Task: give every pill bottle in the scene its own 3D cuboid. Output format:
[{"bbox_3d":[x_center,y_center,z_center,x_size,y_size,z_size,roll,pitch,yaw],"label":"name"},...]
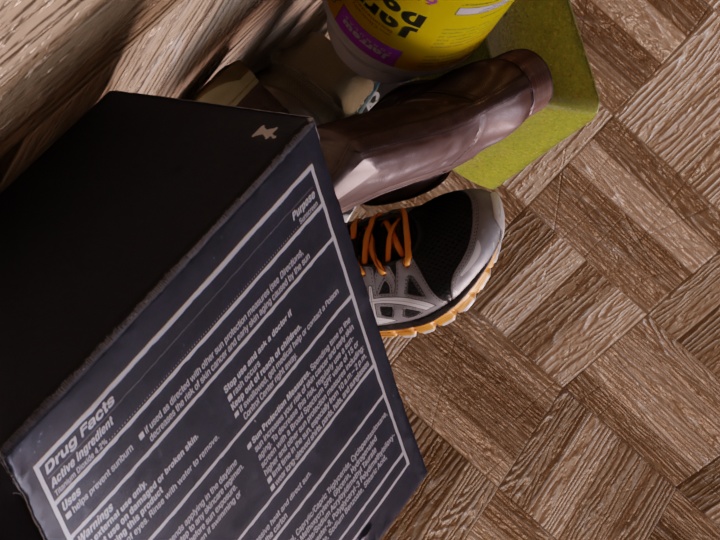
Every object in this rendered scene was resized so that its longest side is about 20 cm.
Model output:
[{"bbox_3d":[0.037,-0.170,0.966,0.104,0.104,0.200,-49,180,-20],"label":"pill bottle"}]

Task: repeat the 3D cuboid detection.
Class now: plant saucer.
[{"bbox_3d":[0.066,-0.163,1.121,0.047,0.202,0.200,-14,173,-17],"label":"plant saucer"}]

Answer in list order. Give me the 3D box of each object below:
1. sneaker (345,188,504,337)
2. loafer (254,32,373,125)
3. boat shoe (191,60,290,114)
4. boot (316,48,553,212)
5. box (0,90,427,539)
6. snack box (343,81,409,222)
[{"bbox_3d":[0.000,0.000,1.099,0.199,0.077,0.079,-27,-132,27],"label":"sneaker"},{"bbox_3d":[-0.033,-0.118,1.156,0.068,0.076,0.200,-53,-175,4],"label":"loafer"},{"bbox_3d":[-0.112,-0.023,0.995,0.201,0.066,0.072,-50,180,8],"label":"boat shoe"},{"bbox_3d":[-0.008,-0.056,1.004,0.199,0.065,0.186,-31,179,-44],"label":"boot"},{"bbox_3d":[-0.089,0.065,0.732,0.200,0.122,0.200,-49,137,-36],"label":"box"},{"bbox_3d":[-0.017,-0.080,1.293,0.201,0.037,0.116,-58,-165,22],"label":"snack box"}]
